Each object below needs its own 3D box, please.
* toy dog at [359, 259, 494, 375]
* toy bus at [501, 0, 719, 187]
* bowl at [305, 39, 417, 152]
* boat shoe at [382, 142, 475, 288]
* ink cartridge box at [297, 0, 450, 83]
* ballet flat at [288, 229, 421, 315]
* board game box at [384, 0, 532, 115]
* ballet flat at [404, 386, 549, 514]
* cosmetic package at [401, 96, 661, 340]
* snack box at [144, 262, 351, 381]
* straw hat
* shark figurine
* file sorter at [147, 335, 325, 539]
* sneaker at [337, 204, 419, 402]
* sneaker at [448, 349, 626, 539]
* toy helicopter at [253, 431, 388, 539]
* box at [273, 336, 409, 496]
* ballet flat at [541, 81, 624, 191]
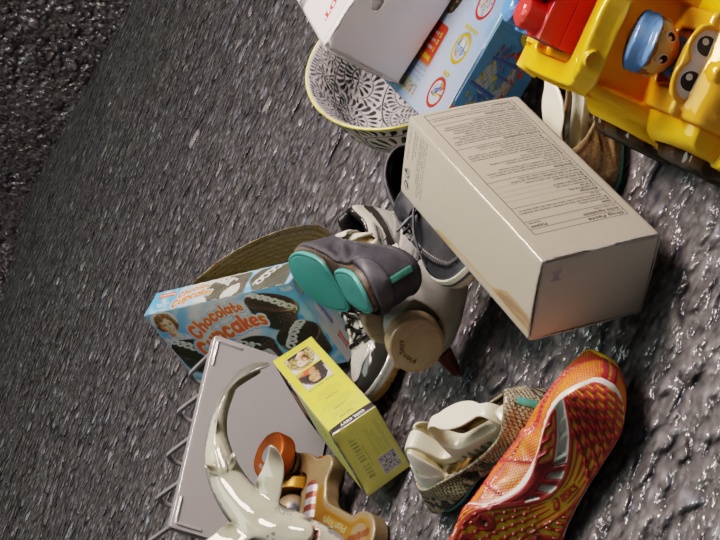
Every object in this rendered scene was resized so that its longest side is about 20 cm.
[{"bbox_3d":[0.091,0.015,1.344,0.200,0.096,0.132,-41,28,25],"label":"toy dog"},{"bbox_3d":[0.187,-0.160,1.087,0.137,0.191,0.200,-64,22,8],"label":"toy bus"},{"bbox_3d":[0.054,-0.178,1.537,0.199,0.095,0.202,-12,48,13],"label":"bowl"},{"bbox_3d":[0.061,-0.048,1.291,0.075,0.062,0.200,-45,28,12],"label":"boat shoe"},{"bbox_3d":[0.013,-0.278,1.396,0.146,0.084,0.200,-56,28,20],"label":"ink cartridge box"},{"bbox_3d":[0.000,0.000,1.342,0.074,0.073,0.200,-70,20,-3],"label":"ballet flat"},{"bbox_3d":[0.099,-0.227,1.357,0.197,0.056,0.200,-60,29,14],"label":"board game box"},{"bbox_3d":[0.080,0.134,1.236,0.200,0.075,0.068,-41,35,52],"label":"ballet flat"},{"bbox_3d":[0.120,-0.043,1.166,0.200,0.104,0.072,-126,33,-45],"label":"cosmetic package"},{"bbox_3d":[-0.115,0.058,1.637,0.199,0.116,0.037,-13,37,35],"label":"snack box"},{"bbox_3d":[-0.092,0.039,1.715,0.201,0.200,0.086,-48,65,44],"label":"straw hat"},{"bbox_3d":[-0.106,0.193,1.455,0.090,0.127,0.216,71,174,-61],"label":"shark figurine"},{"bbox_3d":[-0.125,0.196,1.618,0.124,0.138,0.202,-39,36,59],"label":"file sorter"},{"bbox_3d":[0.001,0.029,1.528,0.076,0.087,0.202,-38,38,51],"label":"sneaker"},{"bbox_3d":[0.132,0.146,1.132,0.201,0.073,0.077,-55,2,25],"label":"sneaker"},{"bbox_3d":[-0.042,0.237,1.460,0.199,0.079,0.133,12,74,57],"label":"toy helicopter"},{"bbox_3d":[-0.021,0.132,1.474,0.050,0.076,0.200,-33,22,-8],"label":"box"},{"bbox_3d":[0.179,-0.150,1.264,0.068,0.072,0.202,-25,47,54],"label":"ballet flat"}]
